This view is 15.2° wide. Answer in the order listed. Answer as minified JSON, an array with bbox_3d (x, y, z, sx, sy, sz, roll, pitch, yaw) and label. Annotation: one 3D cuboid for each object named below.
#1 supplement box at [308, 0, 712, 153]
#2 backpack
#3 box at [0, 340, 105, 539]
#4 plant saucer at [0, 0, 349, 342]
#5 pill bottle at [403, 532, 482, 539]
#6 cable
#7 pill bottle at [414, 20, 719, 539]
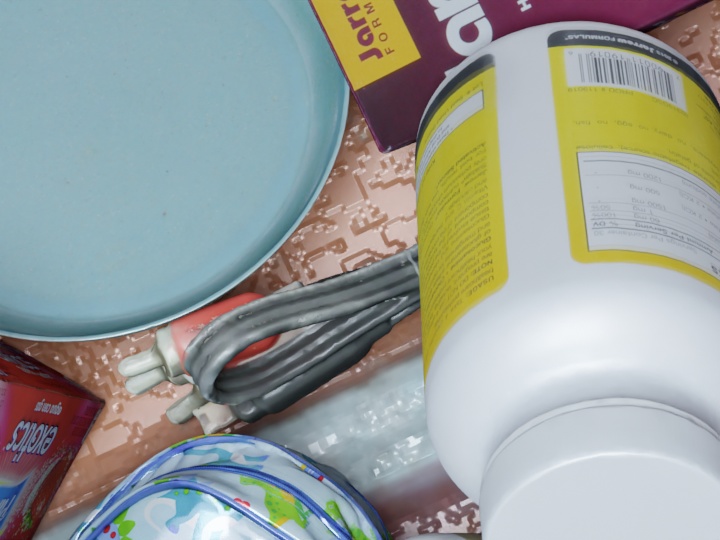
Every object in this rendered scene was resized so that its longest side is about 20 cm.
[{"bbox_3d":[0.080,-0.135,0.971,0.200,0.086,0.110,-26,92,20],"label":"supplement box"},{"bbox_3d":[-0.065,0.156,0.992,0.163,0.154,0.200,36,78,14],"label":"backpack"},{"bbox_3d":[-0.173,0.060,0.970,0.100,0.200,0.096,29,88,8],"label":"box"},{"bbox_3d":[-0.102,-0.059,1.027,0.200,0.027,0.200,-3,65,7],"label":"plant saucer"},{"bbox_3d":[0.106,0.147,0.919,0.200,0.111,0.111,4,87,-23],"label":"pill bottle"},{"bbox_3d":[0.000,0.000,1.007,0.200,0.097,0.050,-33,71,1],"label":"cable"},{"bbox_3d":[0.075,0.017,0.887,0.112,0.112,0.200,-8,41,7],"label":"pill bottle"}]
